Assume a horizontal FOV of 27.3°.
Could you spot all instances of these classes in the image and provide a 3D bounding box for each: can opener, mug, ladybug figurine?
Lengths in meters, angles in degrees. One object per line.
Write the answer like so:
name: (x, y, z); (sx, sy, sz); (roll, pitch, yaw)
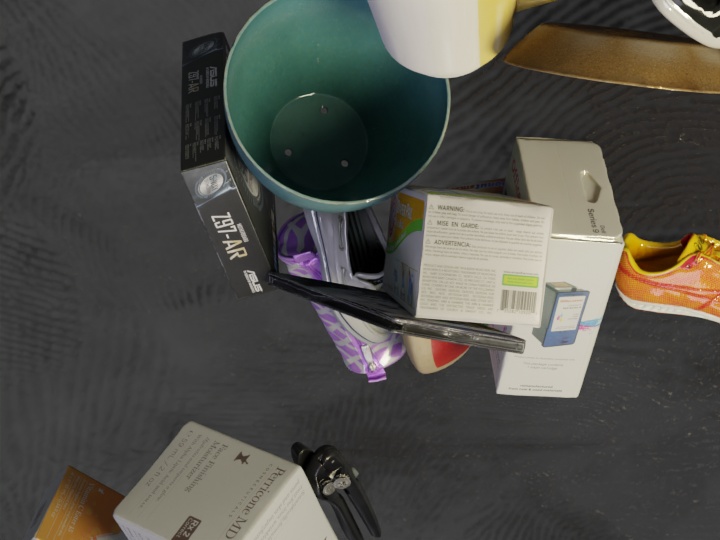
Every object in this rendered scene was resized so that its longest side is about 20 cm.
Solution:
can opener: (-0.020, 0.287, 1.886); (0.063, 0.079, 0.201); (-34, 129, -1)
mug: (0.082, -0.235, 1.203); (0.185, 0.150, 0.154); (17, 149, 20)
ladybug figurine: (0.076, 0.021, 1.491); (0.071, 0.137, 0.201); (-5, 142, 9)

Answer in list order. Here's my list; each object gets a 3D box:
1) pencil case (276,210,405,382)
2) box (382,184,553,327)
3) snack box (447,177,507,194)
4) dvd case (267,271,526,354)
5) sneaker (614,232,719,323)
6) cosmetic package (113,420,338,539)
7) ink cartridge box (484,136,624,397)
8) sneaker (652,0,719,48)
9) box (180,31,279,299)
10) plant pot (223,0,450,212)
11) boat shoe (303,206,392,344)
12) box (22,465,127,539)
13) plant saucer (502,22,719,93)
pencil case: (-0.019, 0.027, 1.570); (0.083, 0.086, 0.201); (-14, 129, 24)
box: (0.088, -0.017, 1.301); (0.111, 0.200, 0.103); (5, 95, -7)
snack box: (0.152, -0.011, 1.505); (0.071, 0.024, 0.201); (-5, 134, 26)
dvd case: (0.029, 0.035, 1.307); (0.147, 0.016, 0.199); (11, -175, -37)
sneaker: (0.341, 0.005, 1.415); (0.197, 0.073, 0.078); (4, 127, 14)
cosmetic package: (-0.166, 0.323, 1.851); (0.198, 0.165, 0.166); (15, 143, 36)
ink cartridge box: (0.174, -0.003, 1.385); (0.086, 0.146, 0.202); (4, 132, -8)
sneaker: (0.326, -0.223, 1.153); (0.198, 0.074, 0.112); (15, 141, -30)
box: (-0.122, -0.100, 1.384); (0.043, 0.201, 0.161); (-14, 132, 7)
plant pot: (-0.029, -0.136, 1.335); (0.198, 0.202, 0.135); (22, 163, -3)
boat shoe: (0.000, 0.000, 1.478); (0.066, 0.074, 0.201); (19, 144, 46)
box: (-0.362, 0.386, 2.069); (0.199, 0.125, 0.097); (31, 138, -14)
plant saucer: (0.216, -0.176, 1.205); (0.197, 0.200, 0.036); (10, 103, 12)
